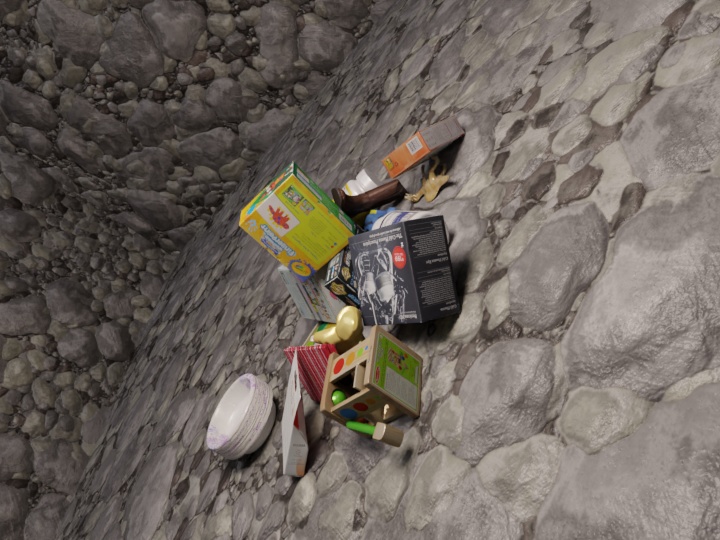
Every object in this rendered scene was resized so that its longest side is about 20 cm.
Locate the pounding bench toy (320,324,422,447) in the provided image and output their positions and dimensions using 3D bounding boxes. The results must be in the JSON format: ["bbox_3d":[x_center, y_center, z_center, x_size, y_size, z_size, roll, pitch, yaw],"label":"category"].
[{"bbox_3d":[0.011,0.238,1.063,0.155,0.123,0.203,-36,31,36],"label":"pounding bench toy"}]

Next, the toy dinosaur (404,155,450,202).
[{"bbox_3d":[0.182,-0.219,1.433,0.199,0.057,0.104,-22,54,61],"label":"toy dinosaur"}]

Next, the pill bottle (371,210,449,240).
[{"bbox_3d":[0.101,-0.076,1.311,0.112,0.110,0.199,-58,24,-8],"label":"pill bottle"}]

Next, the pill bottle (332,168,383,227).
[{"bbox_3d":[-0.021,-0.179,1.663,0.200,0.113,0.115,-47,25,17],"label":"pill bottle"}]

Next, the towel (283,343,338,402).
[{"bbox_3d":[-0.082,0.220,1.254,0.022,0.147,0.198,-34,11,-33],"label":"towel"}]

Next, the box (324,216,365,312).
[{"bbox_3d":[0.000,0.000,1.340,0.046,0.158,0.203,-30,34,32],"label":"box"}]

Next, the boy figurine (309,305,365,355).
[{"bbox_3d":[-0.044,0.143,1.241,0.201,0.121,0.066,111,163,-55],"label":"boy figurine"}]

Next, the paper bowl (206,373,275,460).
[{"bbox_3d":[-0.287,0.370,1.471,0.200,0.104,0.203,-42,27,27],"label":"paper bowl"}]

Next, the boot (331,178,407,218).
[{"bbox_3d":[0.027,-0.197,1.507,0.195,0.066,0.187,-19,-8,-3],"label":"boot"}]

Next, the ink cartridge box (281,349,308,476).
[{"bbox_3d":[-0.129,0.296,1.240,0.163,0.049,0.204,-108,30,-61],"label":"ink cartridge box"}]

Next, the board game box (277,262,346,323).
[{"bbox_3d":[-0.107,0.045,1.441,0.064,0.150,0.198,-36,20,-26],"label":"board game box"}]

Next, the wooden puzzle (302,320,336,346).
[{"bbox_3d":[-0.087,0.177,1.428,0.187,0.037,0.200,-56,24,-2],"label":"wooden puzzle"}]

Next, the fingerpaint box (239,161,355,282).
[{"bbox_3d":[-0.134,-0.101,1.277,0.166,0.200,0.074,-39,28,17],"label":"fingerpaint box"}]

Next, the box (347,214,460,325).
[{"bbox_3d":[0.080,0.005,1.147,0.198,0.102,0.187,-12,90,57],"label":"box"}]

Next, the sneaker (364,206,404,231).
[{"bbox_3d":[0.068,-0.111,1.482,0.199,0.065,0.080,3,69,63],"label":"sneaker"}]

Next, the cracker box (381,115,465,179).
[{"bbox_3d":[0.157,-0.306,1.455,0.133,0.058,0.199,-31,2,42],"label":"cracker box"}]
